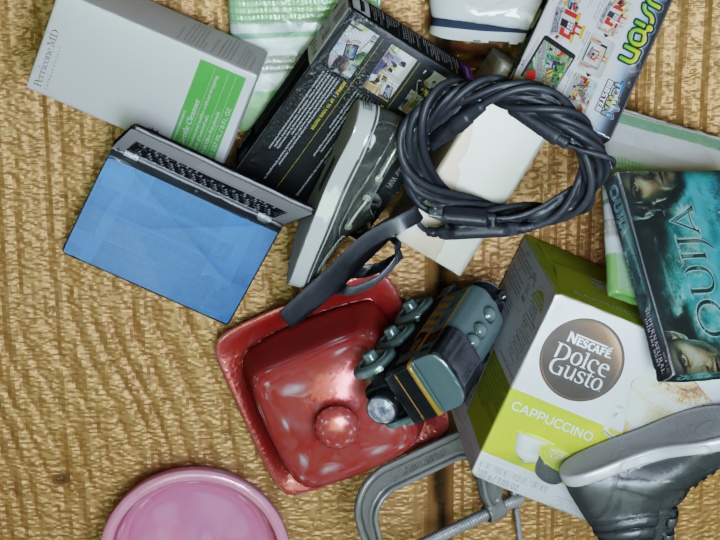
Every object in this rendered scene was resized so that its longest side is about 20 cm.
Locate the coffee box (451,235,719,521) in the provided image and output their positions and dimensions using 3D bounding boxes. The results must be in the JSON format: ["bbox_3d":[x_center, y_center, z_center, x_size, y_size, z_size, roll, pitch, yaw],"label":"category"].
[{"bbox_3d":[0.223,0.111,1.654,0.199,0.200,0.199,22,104,-9],"label":"coffee box"}]

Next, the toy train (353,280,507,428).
[{"bbox_3d":[0.074,0.077,1.613,0.114,0.200,0.086,-23,105,33],"label":"toy train"}]

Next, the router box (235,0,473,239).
[{"bbox_3d":[-0.007,-0.145,1.621,0.149,0.051,0.200,30,114,-19],"label":"router box"}]

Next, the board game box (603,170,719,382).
[{"bbox_3d":[0.309,0.003,1.557,0.134,0.028,0.201,-3,68,-27],"label":"board game box"}]

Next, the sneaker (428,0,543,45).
[{"bbox_3d":[0.165,-0.255,1.615,0.198,0.076,0.081,3,96,-6],"label":"sneaker"}]

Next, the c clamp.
[{"bbox_3d":[0.085,0.250,1.730,0.199,0.027,0.172,-16,115,-24],"label":"c clamp"}]

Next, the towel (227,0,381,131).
[{"bbox_3d":[-0.053,-0.237,1.634,0.148,0.031,0.201,-1,109,0],"label":"towel"}]

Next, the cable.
[{"bbox_3d":[0.135,-0.106,1.556,0.198,0.051,0.164,-3,118,8],"label":"cable"}]

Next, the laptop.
[{"bbox_3d":[-0.169,-0.039,1.619,0.186,0.200,0.117,24,81,-14],"label":"laptop"}]

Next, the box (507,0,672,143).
[{"bbox_3d":[0.220,-0.230,1.571,0.110,0.035,0.201,27,81,-6],"label":"box"}]

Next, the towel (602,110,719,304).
[{"bbox_3d":[0.293,-0.051,1.618,0.148,0.031,0.201,13,62,-20],"label":"towel"}]

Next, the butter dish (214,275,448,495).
[{"bbox_3d":[-0.025,0.133,1.678,0.199,0.148,0.200,-23,107,4],"label":"butter dish"}]

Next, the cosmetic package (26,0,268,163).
[{"bbox_3d":[-0.200,-0.190,1.597,0.199,0.085,0.108,21,113,-4],"label":"cosmetic package"}]

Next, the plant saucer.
[{"bbox_3d":[-0.172,0.294,1.769,0.199,0.051,0.202,-1,107,-3],"label":"plant saucer"}]

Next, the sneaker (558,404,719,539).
[{"bbox_3d":[0.290,0.193,1.545,0.199,0.071,0.100,-19,108,8],"label":"sneaker"}]

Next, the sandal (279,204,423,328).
[{"bbox_3d":[0.000,0.000,1.605,0.043,0.076,0.200,51,132,4],"label":"sandal"}]

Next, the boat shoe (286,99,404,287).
[{"bbox_3d":[-0.012,-0.063,1.597,0.063,0.071,0.201,20,117,-13],"label":"boat shoe"}]

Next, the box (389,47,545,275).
[{"bbox_3d":[0.113,-0.107,1.642,0.077,0.095,0.201,29,102,-10],"label":"box"}]
